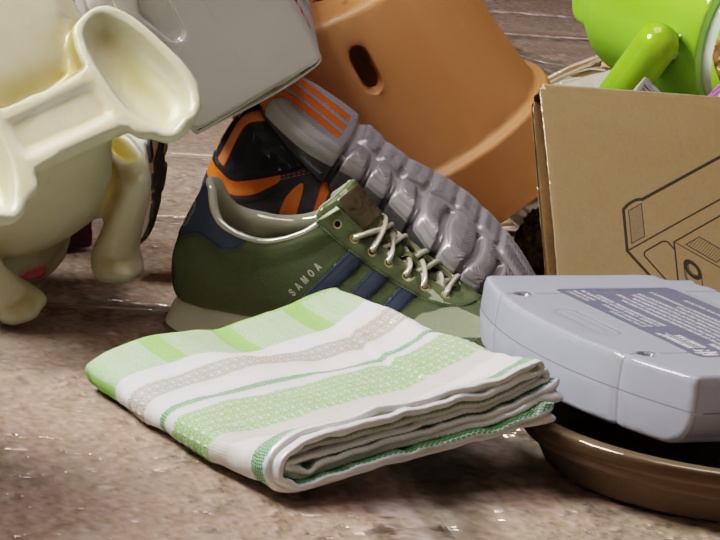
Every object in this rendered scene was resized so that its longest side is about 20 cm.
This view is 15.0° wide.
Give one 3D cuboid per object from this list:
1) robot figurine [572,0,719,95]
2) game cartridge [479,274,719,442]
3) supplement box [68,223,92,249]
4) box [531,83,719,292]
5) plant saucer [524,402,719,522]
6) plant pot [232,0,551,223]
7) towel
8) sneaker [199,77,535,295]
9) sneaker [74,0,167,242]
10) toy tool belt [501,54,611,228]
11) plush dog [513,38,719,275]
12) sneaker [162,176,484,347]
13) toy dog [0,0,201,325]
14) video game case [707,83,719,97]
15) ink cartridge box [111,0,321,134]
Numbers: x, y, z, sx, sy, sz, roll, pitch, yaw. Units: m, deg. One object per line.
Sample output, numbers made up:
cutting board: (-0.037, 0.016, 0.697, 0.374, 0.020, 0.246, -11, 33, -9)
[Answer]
robot figurine: (0.215, -0.154, 1.640, 0.175, 0.116, 0.200, -22, 37, -36)
game cartridge: (0.141, 0.039, 1.257, 0.132, 0.041, 0.200, 4, 11, -25)
supplement box: (-0.238, -0.063, 1.546, 0.061, 0.110, 0.199, 14, 13, 39)
box: (0.190, -0.013, 1.412, 0.199, 0.164, 0.021, 3, -23, -15)
plant saucer: (0.167, 0.079, 1.229, 0.199, 0.030, 0.200, 5, 10, -1)
plant pot: (0.007, -0.100, 1.567, 0.199, 0.141, 0.200, -22, 20, 8)
towel: (-0.022, 0.047, 1.228, 0.148, 0.031, 0.200, -13, 18, -27)
sneaker: (0.001, -0.006, 1.463, 0.200, 0.112, 0.078, 40, 25, -1)
sneaker: (-0.162, -0.108, 1.526, 0.084, 0.201, 0.075, -11, 15, 6)
toy tool belt: (0.174, -0.075, 1.755, 0.199, 0.126, 0.123, -17, -18, 1)
plush dog: (0.174, -0.034, 1.573, 0.199, 0.162, 0.172, 2, -15, -28)
sneaker: (0.000, 0.000, 1.386, 0.199, 0.090, 0.067, 7, 10, 8)
toy dog: (-0.193, -0.061, 1.413, 0.139, 0.200, 0.194, -37, 77, -26)
video game case: (0.297, -0.073, 1.532, 0.200, 0.182, 0.036, -43, 6, -37)
ink cartridge box: (-0.092, -0.179, 1.461, 0.082, 0.147, 0.200, -28, 22, 6)
